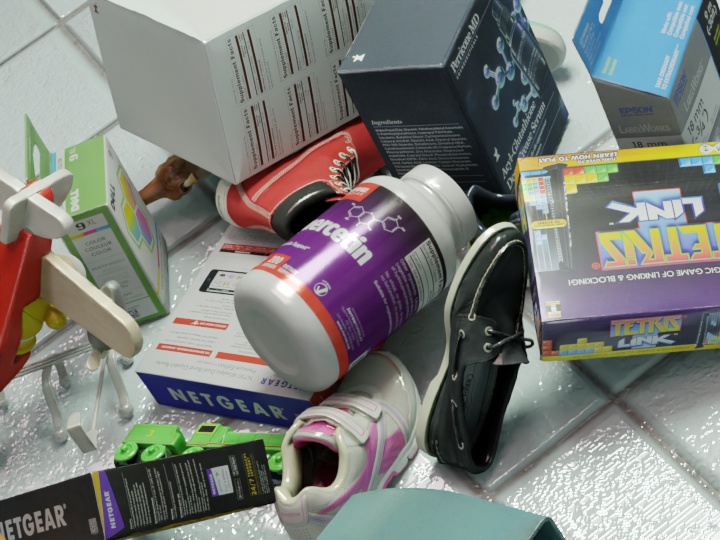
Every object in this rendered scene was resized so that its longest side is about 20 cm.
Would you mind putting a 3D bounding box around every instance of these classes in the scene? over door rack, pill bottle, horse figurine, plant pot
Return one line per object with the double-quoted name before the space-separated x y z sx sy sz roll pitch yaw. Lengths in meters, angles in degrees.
"over door rack" -0.281 0.135 1.620 0.147 0.067 0.200 -21 20 11
"pill bottle" 0.000 0.000 1.495 0.200 0.113 0.112 -40 40 -25
"horse figurine" -0.153 -0.122 1.805 0.200 0.050 0.132 -50 11 -33
"plant pot" 0.049 0.238 1.271 0.199 0.142 0.141 15 57 49

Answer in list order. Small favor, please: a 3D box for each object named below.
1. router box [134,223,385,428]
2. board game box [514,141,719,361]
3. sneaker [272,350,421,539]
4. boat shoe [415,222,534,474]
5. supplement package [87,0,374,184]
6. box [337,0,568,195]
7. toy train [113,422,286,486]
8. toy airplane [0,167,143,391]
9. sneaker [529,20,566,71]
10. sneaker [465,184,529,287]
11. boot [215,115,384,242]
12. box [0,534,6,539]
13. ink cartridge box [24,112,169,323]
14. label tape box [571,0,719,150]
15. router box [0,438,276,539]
"router box" -0.073 0.046 1.610 0.199 0.049 0.180 7 53 36
"board game box" 0.226 -0.018 1.422 0.198 0.057 0.166 -5 50 0
"sneaker" -0.011 0.136 1.447 0.081 0.088 0.201 -5 46 28
"boat shoe" 0.099 0.065 1.400 0.066 0.074 0.201 35 113 42
"supplement package" -0.107 -0.208 1.687 0.199 0.148 0.191 -31 38 -29
"box" 0.085 -0.153 1.600 0.106 0.201 0.149 0 49 32
"toy train" -0.120 0.155 1.537 0.199 0.042 0.057 -1 38 31
"toy airplane" -0.287 -0.001 1.595 0.198 0.202 0.141 -17 -3 29
"sneaker" 0.134 -0.254 1.768 0.200 0.074 0.119 15 64 44
"sneaker" 0.163 -0.024 1.510 0.199 0.081 0.074 7 53 34
"boot" -0.013 -0.082 1.655 0.199 0.073 0.144 -30 28 -27
"box" -0.270 0.295 1.357 0.097 0.201 0.125 -25 40 7
"ink cartridge box" -0.241 -0.052 1.695 0.059 0.201 0.104 -19 41 7
"label tape box" 0.251 -0.164 1.508 0.063 0.201 0.145 0 48 31
"router box" -0.185 0.181 1.416 0.156 0.053 0.199 -7 -9 -39
